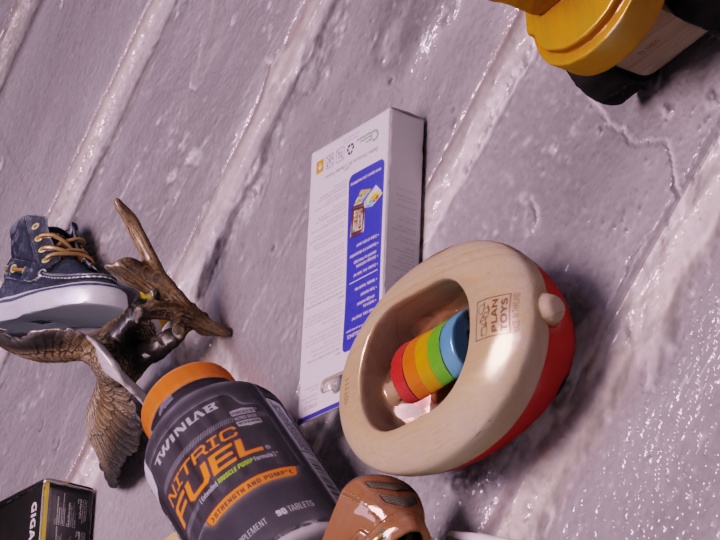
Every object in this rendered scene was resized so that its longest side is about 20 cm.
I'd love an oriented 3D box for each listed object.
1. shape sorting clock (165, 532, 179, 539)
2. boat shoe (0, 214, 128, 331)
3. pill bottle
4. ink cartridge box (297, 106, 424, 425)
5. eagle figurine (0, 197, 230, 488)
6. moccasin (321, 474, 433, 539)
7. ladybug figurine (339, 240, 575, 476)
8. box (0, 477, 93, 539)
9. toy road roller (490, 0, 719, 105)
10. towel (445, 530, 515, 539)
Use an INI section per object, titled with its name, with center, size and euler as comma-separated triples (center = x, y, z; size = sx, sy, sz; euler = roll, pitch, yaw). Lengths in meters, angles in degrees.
[shape sorting clock]
center = -0.110, 0.269, 1.679
size = 0.199, 0.039, 0.201
euler = -27, 53, 42
[boat shoe]
center = -0.244, -0.002, 2.005
size = 0.200, 0.070, 0.092
euler = -9, 72, 59
[pill bottle]
center = -0.075, 0.144, 1.611
size = 0.107, 0.106, 0.200
euler = -61, 40, 20
[ink cartridge box]
center = 0.000, 0.000, 1.649
size = 0.095, 0.037, 0.201
euler = -27, 52, 50
[eagle figurine]
center = -0.193, 0.067, 1.849
size = 0.200, 0.150, 0.153
euler = -35, 57, 32
[moccasin]
center = -0.002, 0.224, 1.503
size = 0.202, 0.073, 0.078
euler = -66, 32, 21
[ladybug figurine]
center = 0.063, 0.056, 1.484
size = 0.200, 0.072, 0.137
euler = -27, 53, 51
[box]
center = -0.271, 0.279, 1.942
size = 0.159, 0.049, 0.201
euler = -29, 52, 52
[toy road roller]
center = 0.133, -0.207, 1.425
size = 0.123, 0.145, 0.201
euler = -36, 47, 45
[towel]
center = 0.075, 0.253, 1.419
size = 0.152, 0.023, 0.202
euler = 0, 75, 57
